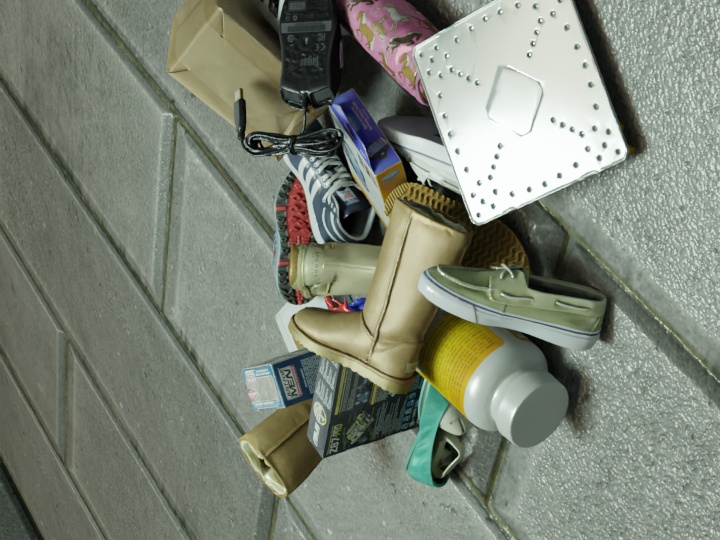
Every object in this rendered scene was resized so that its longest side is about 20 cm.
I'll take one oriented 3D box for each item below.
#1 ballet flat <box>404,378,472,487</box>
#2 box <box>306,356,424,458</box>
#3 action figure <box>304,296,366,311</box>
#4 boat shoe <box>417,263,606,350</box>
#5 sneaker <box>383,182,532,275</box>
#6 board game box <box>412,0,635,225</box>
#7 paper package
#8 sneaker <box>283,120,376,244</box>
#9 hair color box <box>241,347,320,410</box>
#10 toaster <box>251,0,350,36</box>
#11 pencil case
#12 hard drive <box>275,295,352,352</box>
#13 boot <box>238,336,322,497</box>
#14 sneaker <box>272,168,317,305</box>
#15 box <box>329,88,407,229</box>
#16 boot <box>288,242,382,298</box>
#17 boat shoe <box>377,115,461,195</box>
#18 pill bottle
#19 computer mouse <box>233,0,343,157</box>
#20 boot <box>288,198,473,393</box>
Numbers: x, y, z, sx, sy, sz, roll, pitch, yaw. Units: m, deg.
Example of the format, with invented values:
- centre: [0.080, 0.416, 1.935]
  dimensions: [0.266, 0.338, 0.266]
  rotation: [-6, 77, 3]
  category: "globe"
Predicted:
- centre: [0.106, 0.196, 1.751]
  dimensions: [0.070, 0.067, 0.201]
  rotation: [28, 132, 21]
  category: "ballet flat"
- centre: [0.022, 0.134, 1.751]
  dimensions: [0.049, 0.160, 0.201]
  rotation: [49, 144, 37]
  category: "box"
- centre: [0.004, 0.049, 1.826]
  dimensions: [0.199, 0.065, 0.052]
  rotation: [-1, 111, 50]
  category: "action figure"
- centre: [0.160, 0.024, 1.464]
  dimensions: [0.072, 0.198, 0.062]
  rotation: [-79, 5, -67]
  category: "boat shoe"
- centre: [0.120, -0.030, 1.599]
  dimensions: [0.199, 0.075, 0.090]
  rotation: [35, 174, 28]
  category: "sneaker"
- centre: [0.162, -0.172, 1.416]
  dimensions: [0.199, 0.026, 0.202]
  rotation: [-24, 83, 41]
  category: "board game box"
- centre: [-0.136, -0.258, 1.726]
  dimensions: [0.104, 0.190, 0.200]
  rotation: [-46, 21, 16]
  category: "paper package"
- centre: [-0.040, -0.123, 1.819]
  dimensions: [0.108, 0.070, 0.202]
  rotation: [3, 113, 65]
  category: "sneaker"
- centre: [-0.043, 0.123, 1.819]
  dimensions: [0.100, 0.199, 0.061]
  rotation: [-17, 90, 62]
  category: "hair color box"
- centre: [-0.052, -0.364, 1.655]
  dimensions: [0.114, 0.128, 0.201]
  rotation: [51, 144, 33]
  category: "toaster"
- centre: [0.044, -0.267, 1.577]
  dimensions: [0.200, 0.086, 0.083]
  rotation: [50, 170, 35]
  category: "pencil case"
- centre: [-0.058, 0.086, 2.008]
  dimensions: [0.133, 0.027, 0.200]
  rotation: [66, 150, 13]
  category: "hard drive"
- centre: [-0.088, 0.177, 1.886]
  dimensions: [0.175, 0.200, 0.066]
  rotation: [48, 148, 6]
  category: "boot"
- centre: [-0.094, -0.060, 1.932]
  dimensions: [0.096, 0.079, 0.202]
  rotation: [-138, 54, -66]
  category: "sneaker"
- centre: [0.016, -0.127, 1.666]
  dimensions: [0.119, 0.041, 0.200]
  rotation: [58, 173, 26]
  category: "box"
- centre: [0.000, 0.000, 1.772]
  dimensions: [0.200, 0.154, 0.074]
  rotation: [29, -117, -81]
  category: "boot"
- centre: [0.084, -0.126, 1.596]
  dimensions: [0.200, 0.073, 0.066]
  rotation: [34, 129, 51]
  category: "boat shoe"
- centre: [0.140, 0.109, 1.579]
  dimensions: [0.200, 0.112, 0.114]
  rotation: [41, 138, 44]
  category: "pill bottle"
- centre: [-0.080, -0.223, 1.607]
  dimensions: [0.139, 0.046, 0.202]
  rotation: [-5, 86, 23]
  category: "computer mouse"
- centre: [0.021, 0.013, 1.565]
  dimensions: [0.174, 0.066, 0.201]
  rotation: [25, 110, 20]
  category: "boot"
